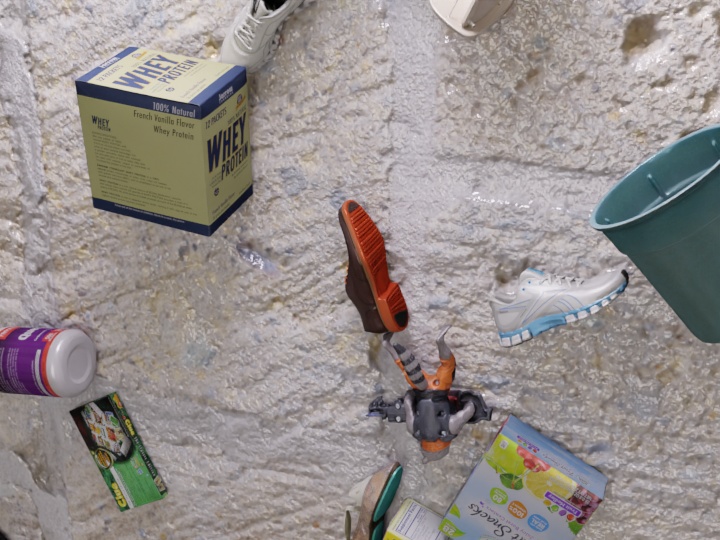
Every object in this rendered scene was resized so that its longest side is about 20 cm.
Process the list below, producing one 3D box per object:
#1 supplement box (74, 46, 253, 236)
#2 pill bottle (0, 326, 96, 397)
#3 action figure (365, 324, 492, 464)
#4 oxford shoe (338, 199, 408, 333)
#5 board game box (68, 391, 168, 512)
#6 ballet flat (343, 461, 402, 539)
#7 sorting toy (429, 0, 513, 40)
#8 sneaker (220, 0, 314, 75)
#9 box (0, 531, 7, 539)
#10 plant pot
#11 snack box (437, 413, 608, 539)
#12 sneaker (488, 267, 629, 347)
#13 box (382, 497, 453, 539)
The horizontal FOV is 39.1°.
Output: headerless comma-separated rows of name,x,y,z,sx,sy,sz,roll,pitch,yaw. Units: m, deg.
supplement box,-0.270,-0.184,1.423,0.198,0.134,0.201,13,126,18
pill bottle,-0.550,0.152,1.693,0.198,0.112,0.113,1,108,22
action figure,0.076,0.184,1.446,0.199,0.104,0.195,-12,98,27
oxford shoe,0.000,0.000,1.433,0.072,0.071,0.202,-13,103,31
board game box,-0.417,0.314,1.744,0.104,0.023,0.201,-21,98,25
ballet flat,0.009,0.369,1.559,0.067,0.068,0.202,24,114,22
sorting toy,0.126,-0.415,1.224,0.180,0.107,0.201,37,119,15
sneaker,-0.135,-0.339,1.366,0.075,0.081,0.200,45,120,1
box,-0.786,0.542,1.943,0.164,0.086,0.200,49,119,1
plant pot,0.406,-0.035,1.189,0.200,0.200,0.197,-31,103,28
snack box,0.231,0.335,1.451,0.168,0.068,0.201,32,119,10
sneaker,0.254,0.030,1.335,0.199,0.075,0.087,-25,91,28
box,0.114,0.480,1.534,0.199,0.097,0.177,27,116,13
